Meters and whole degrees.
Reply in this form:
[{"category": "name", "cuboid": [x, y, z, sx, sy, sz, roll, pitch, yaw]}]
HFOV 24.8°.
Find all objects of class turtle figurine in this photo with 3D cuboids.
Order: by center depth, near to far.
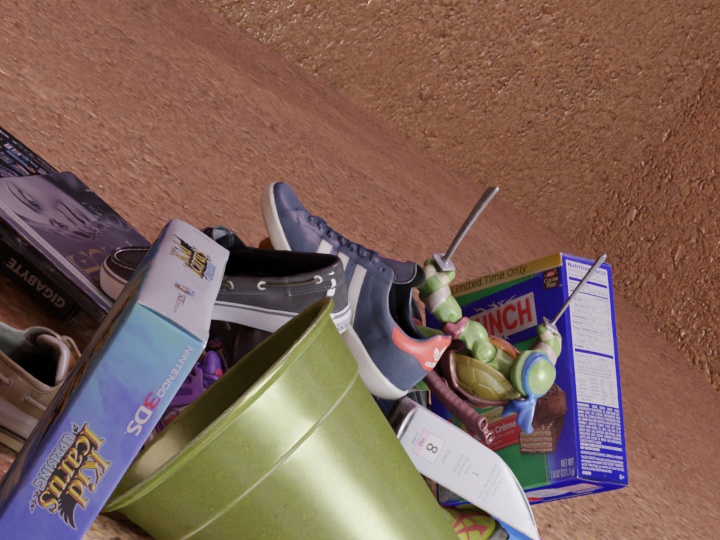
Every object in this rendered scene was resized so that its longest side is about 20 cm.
[{"category": "turtle figurine", "cuboid": [0.095, 0.037, 1.357, 0.143, 0.202, 0.193, -4, 0, -45]}]

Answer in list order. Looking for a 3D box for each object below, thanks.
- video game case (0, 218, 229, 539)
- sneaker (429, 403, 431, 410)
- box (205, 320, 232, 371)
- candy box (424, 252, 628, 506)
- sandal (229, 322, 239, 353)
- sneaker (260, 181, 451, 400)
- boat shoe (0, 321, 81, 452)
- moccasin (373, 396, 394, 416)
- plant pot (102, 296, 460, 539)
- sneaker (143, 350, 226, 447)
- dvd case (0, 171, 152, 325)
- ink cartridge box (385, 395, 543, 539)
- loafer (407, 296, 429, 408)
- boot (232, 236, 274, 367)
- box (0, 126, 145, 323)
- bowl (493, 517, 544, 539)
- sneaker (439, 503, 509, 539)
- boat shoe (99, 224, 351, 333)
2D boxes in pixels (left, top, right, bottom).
[{"category": "video game case", "cuboid": [-0.146, 0.081, 0.887, 0.045, 0.201, 0.181, 32, 12, -10]}, {"category": "sneaker", "cuboid": [0.026, 0.129, 1.560, 0.199, 0.071, 0.083, 41, 1, 0]}, {"category": "box", "cuboid": [-0.063, 0.092, 1.436, 0.200, 0.036, 0.144, 24, 36, -56]}, {"category": "candy box", "cuboid": [0.144, 0.102, 1.453, 0.077, 0.168, 0.202, 14, 66, -42]}, {"category": "sandal", "cuboid": [-0.031, 0.107, 1.354, 0.201, 0.054, 0.082, 54, 25, -16]}, {"category": "sneaker", "cuboid": [0.000, 0.000, 1.292, 0.201, 0.084, 0.075, 55, 16, 10]}, {"category": "boat shoe", "cuboid": [-0.205, 0.077, 1.053, 0.199, 0.069, 0.075, 24, 18, -51]}, {"category": "moccasin", "cuboid": [-0.015, 0.040, 1.452, 0.201, 0.080, 0.068, 64, 10, 27]}, {"category": "plant pot", "cuboid": [-0.034, 0.154, 1.061, 0.190, 0.200, 0.200, 49, 10, -6]}, {"category": "sneaker", "cuboid": [-0.114, 0.108, 1.183, 0.200, 0.084, 0.080, 44, 13, 23]}, {"category": "dvd case", "cuboid": [-0.221, -0.023, 1.306, 0.149, 0.016, 0.200, 42, 13, 6]}, {"category": "ink cartridge box", "cuboid": [0.109, 0.168, 1.272, 0.199, 0.057, 0.163, 27, -3, -2]}, {"category": "loafer", "cuboid": [0.032, 0.101, 1.516, 0.201, 0.071, 0.063, -94, 167, -48]}, {"category": "boot", "cuboid": [-0.033, 0.086, 1.292, 0.188, 0.068, 0.200, 47, 18, -16]}, {"category": "box", "cuboid": [-0.287, -0.052, 1.365, 0.199, 0.050, 0.199, 38, 12, -4]}, {"category": "bowl", "cuboid": [0.164, 0.293, 1.434, 0.200, 0.039, 0.201, 37, 12, -9]}, {"category": "sneaker", "cuboid": [0.058, 0.211, 1.293, 0.090, 0.078, 0.200, 50, 12, 2]}, {"category": "boat shoe", "cuboid": [-0.101, -0.001, 1.199, 0.198, 0.067, 0.070, 13, 27, 21]}]
